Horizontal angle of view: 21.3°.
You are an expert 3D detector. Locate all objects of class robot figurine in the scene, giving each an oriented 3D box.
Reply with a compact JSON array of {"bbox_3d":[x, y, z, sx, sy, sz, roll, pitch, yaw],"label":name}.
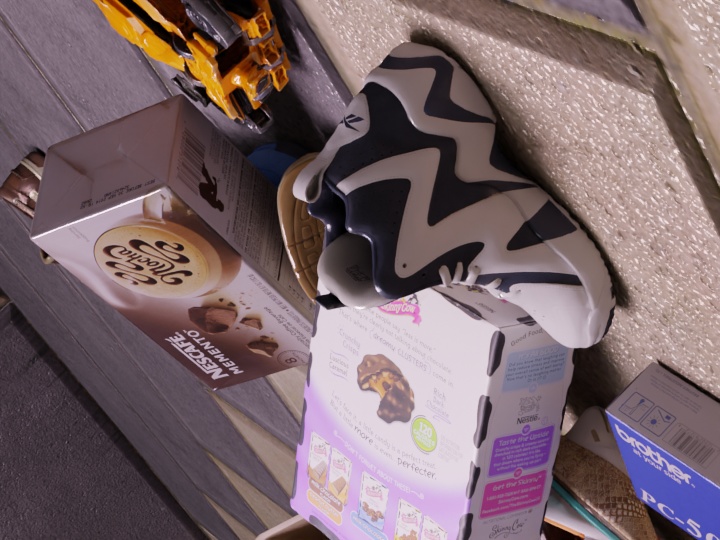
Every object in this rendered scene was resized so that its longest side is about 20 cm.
[{"bbox_3d":[-0.116,-0.167,1.150,0.200,0.058,0.145,40,166,25],"label":"robot figurine"}]

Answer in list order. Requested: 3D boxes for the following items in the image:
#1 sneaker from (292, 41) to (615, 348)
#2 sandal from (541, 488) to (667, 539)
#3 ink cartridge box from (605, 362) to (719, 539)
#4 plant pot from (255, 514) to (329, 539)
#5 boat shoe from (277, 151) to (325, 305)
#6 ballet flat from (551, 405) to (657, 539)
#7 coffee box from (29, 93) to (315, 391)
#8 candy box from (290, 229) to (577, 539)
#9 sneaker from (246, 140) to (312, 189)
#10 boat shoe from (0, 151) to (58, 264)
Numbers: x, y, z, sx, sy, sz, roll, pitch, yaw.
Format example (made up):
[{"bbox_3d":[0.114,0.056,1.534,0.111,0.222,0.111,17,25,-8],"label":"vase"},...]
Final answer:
[{"bbox_3d":[0.040,-0.005,1.001,0.079,0.130,0.199,26,156,56],"label":"sneaker"},{"bbox_3d":[0.133,0.176,1.263,0.206,0.059,0.079,27,-171,-25],"label":"sandal"},{"bbox_3d":[0.225,0.135,1.033,0.200,0.044,0.094,34,161,40],"label":"ink cartridge box"},{"bbox_3d":[0.062,0.252,1.496,0.201,0.199,0.177,63,-173,9],"label":"plant pot"},{"bbox_3d":[0.000,0.000,1.258,0.200,0.074,0.066,62,-178,-31],"label":"boat shoe"},{"bbox_3d":[0.119,0.101,1.204,0.200,0.065,0.071,36,177,28],"label":"ballet flat"},{"bbox_3d":[-0.106,-0.013,1.258,0.113,0.080,0.200,-18,138,27],"label":"coffee box"},{"bbox_3d":[0.041,0.087,1.167,0.168,0.071,0.201,32,122,46],"label":"candy box"},{"bbox_3d":[-0.092,-0.032,1.338,0.066,0.078,0.200,51,145,-17],"label":"sneaker"},{"bbox_3d":[-0.317,-0.033,2.090,0.202,0.075,0.075,51,165,-19],"label":"boat shoe"}]
